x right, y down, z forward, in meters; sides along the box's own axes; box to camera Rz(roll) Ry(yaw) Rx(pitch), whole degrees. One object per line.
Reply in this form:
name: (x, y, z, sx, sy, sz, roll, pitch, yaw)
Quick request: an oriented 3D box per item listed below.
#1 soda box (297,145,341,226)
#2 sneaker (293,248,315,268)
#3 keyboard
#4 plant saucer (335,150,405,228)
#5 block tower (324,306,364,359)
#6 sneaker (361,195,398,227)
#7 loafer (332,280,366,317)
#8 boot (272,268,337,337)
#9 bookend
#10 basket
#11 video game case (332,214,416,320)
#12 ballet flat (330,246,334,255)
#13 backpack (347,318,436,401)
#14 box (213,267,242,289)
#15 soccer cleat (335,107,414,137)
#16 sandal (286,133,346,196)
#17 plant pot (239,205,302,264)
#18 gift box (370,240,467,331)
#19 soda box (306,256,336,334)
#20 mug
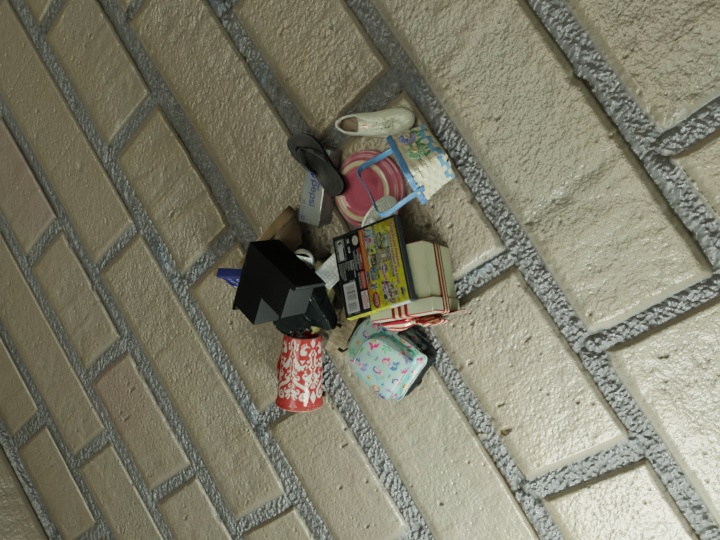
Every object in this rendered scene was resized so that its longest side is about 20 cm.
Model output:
soda box: (-0.106, -0.221, 1.564, 0.068, 0.063, 0.201, 17, 107, 24)
sneaker: (-0.161, -0.021, 1.585, 0.080, 0.147, 0.201, 13, 135, -7)
keyboard: (-0.025, -0.040, 1.449, 0.200, 0.011, 0.056, -43, 92, 14)
plant saucer: (0.014, -0.200, 1.509, 0.199, 0.051, 0.202, 6, 102, 29)
block tower: (-0.030, 0.144, 1.600, 0.058, 0.054, 0.201, 32, 114, 20)
sneaker: (0.035, -0.096, 1.476, 0.074, 0.082, 0.201, 29, 106, 1)
loafer: (-0.018, 0.053, 1.483, 0.073, 0.071, 0.200, -38, 43, -3)
boot: (-0.161, 0.086, 1.541, 0.162, 0.074, 0.199, -4, 127, 24)
bookend: (-0.203, 0.061, 1.455, 0.200, 0.092, 0.200, 39, 122, 34)
basket: (0.098, -0.230, 1.376, 0.200, 0.139, 0.177, -35, 51, 11)
video game case: (0.028, -0.005, 1.365, 0.180, 0.025, 0.201, -19, 73, 31)
ballet flat: (0.000, 0.000, 1.545, 0.200, 0.072, 0.072, 48, 118, 9)
backpack: (0.066, 0.213, 1.513, 0.200, 0.150, 0.178, 41, 118, 21)
box: (-0.301, 0.029, 1.694, 0.199, 0.121, 0.033, 0, 68, 29)
soccer cleat: (0.033, -0.354, 1.452, 0.199, 0.077, 0.070, 2, 101, 29)
sandal: (-0.111, -0.270, 1.496, 0.200, 0.043, 0.076, 47, 116, 12)
plant pot: (-0.222, -0.068, 1.596, 0.093, 0.201, 0.201, 42, 119, -6)
gift box: (0.136, 0.043, 1.419, 0.184, 0.200, 0.188, -13, 78, 35)
soda box: (-0.107, 0.066, 1.623, 0.068, 0.064, 0.201, 31, 114, 21)
mug: (-0.184, 0.270, 1.671, 0.177, 0.133, 0.201, 9, 101, 26)
